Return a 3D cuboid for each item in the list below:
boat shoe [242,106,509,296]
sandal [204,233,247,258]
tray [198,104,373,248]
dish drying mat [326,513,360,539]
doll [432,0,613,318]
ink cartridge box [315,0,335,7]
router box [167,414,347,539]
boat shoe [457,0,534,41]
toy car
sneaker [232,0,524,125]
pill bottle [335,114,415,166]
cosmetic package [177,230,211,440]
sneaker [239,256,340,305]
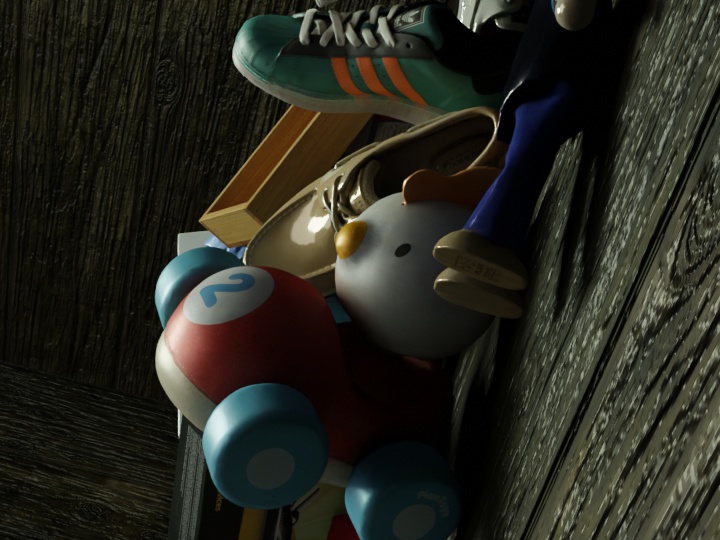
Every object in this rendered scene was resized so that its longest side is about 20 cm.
[{"bbox_3d":[0.005,-0.045,0.759,0.071,0.200,0.065,62,-167,15],"label":"boat shoe"},{"bbox_3d":[-0.078,0.035,0.949,0.080,0.087,0.200,65,-159,-60],"label":"sandal"},{"bbox_3d":[-0.033,-0.105,0.921,0.200,0.037,0.099,-53,19,-20],"label":"tray"},{"bbox_3d":[-0.004,0.236,0.749,0.018,0.077,0.200,50,-142,-35],"label":"dish drying mat"},{"bbox_3d":[0.086,-0.084,0.557,0.136,0.048,0.200,80,-152,-69],"label":"doll"},{"bbox_3d":[0.051,-0.223,0.756,0.045,0.200,0.176,60,-160,-22],"label":"ink cartridge box"},{"bbox_3d":[-0.049,0.166,0.844,0.052,0.157,0.200,32,118,55],"label":"router box"},{"bbox_3d":[0.102,-0.178,0.859,0.070,0.071,0.200,29,102,61],"label":"boat shoe"},{"bbox_3d":[0.004,0.015,0.679,0.200,0.177,0.184,-55,31,14],"label":"toy car"},{"bbox_3d":[0.018,-0.144,0.793,0.080,0.200,0.071,103,179,-47],"label":"sneaker"},{"bbox_3d":[0.026,-0.020,0.944,0.120,0.119,0.200,107,177,-70],"label":"pill bottle"},{"bbox_3d":[-0.120,0.089,1.037,0.151,0.052,0.200,89,175,-52],"label":"cosmetic package"},{"bbox_3d":[0.000,0.000,0.826,0.083,0.199,0.071,22,-119,-56],"label":"sneaker"}]
